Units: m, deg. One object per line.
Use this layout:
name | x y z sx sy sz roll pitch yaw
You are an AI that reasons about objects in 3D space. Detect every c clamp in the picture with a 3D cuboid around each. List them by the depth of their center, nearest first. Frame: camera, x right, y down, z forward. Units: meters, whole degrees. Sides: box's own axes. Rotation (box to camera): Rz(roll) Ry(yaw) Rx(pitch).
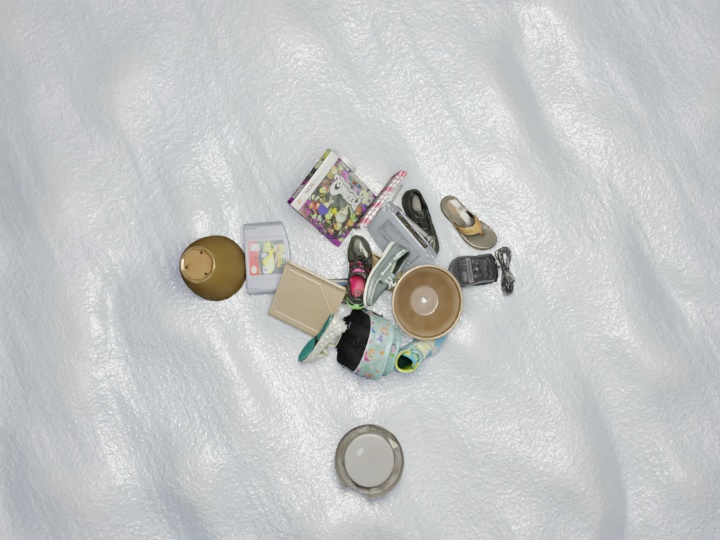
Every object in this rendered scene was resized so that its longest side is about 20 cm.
c clamp | 0.136 -0.111 1.628 0.200 0.171 0.027 45 44 3

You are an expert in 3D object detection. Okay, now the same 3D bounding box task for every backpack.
backpack | 0.025 0.202 1.584 0.147 0.200 0.182 20 87 -14

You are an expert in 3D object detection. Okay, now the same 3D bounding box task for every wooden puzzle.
wooden puzzle | -0.149 0.084 1.632 0.182 0.037 0.203 25 120 2

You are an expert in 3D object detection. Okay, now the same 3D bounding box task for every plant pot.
plant pot | -0.415 -0.012 1.595 0.181 0.200 0.192 0 87 -1
plant pot | 0.179 0.085 1.618 0.195 0.093 0.207 0 91 -2

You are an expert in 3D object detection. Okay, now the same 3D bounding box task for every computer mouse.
computer mouse | 0.336 0.006 1.668 0.194 0.053 0.143 -2 83 -11

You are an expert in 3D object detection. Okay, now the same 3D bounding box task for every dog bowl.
dog bowl | 0.024 0.527 1.642 0.194 0.059 0.206 0 87 0

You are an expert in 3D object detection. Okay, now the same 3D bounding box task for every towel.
towel | 0.055 -0.190 1.627 0.030 0.146 0.201 38 88 -6

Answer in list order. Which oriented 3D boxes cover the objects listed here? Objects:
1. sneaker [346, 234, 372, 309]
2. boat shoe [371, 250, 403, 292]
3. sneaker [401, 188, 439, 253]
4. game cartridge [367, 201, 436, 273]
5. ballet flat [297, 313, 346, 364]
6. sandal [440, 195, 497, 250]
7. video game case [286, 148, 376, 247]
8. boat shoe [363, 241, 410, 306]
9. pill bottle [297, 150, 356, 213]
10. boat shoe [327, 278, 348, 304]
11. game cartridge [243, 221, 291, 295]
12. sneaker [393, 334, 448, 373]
sneaker | 0.000 0.000 1.579 0.075 0.084 0.206 1 76 -7
boat shoe | 0.050 -0.003 1.658 0.198 0.063 0.074 35 92 2
sneaker | 0.171 -0.135 1.651 0.074 0.091 0.204 -23 89 -7
game cartridge | 0.109 -0.082 1.633 0.201 0.133 0.040 49 46 -1
ballet flat | -0.102 0.203 1.619 0.071 0.072 0.201 40 121 2
sandal | 0.307 -0.138 1.665 0.081 0.055 0.201 -40 85 -5
video game case | -0.074 -0.192 1.586 0.182 0.036 0.200 -51 125 -3
boat shoe | 0.071 0.013 1.568 0.061 0.073 0.202 18 64 24
pill bottle | -0.100 -0.231 1.645 0.110 0.111 0.202 34 88 1
boat shoe | -0.059 0.060 1.660 0.194 0.072 0.075 1 92 10
game cartridge | -0.264 -0.036 1.677 0.129 0.041 0.206 -4 88 -4
sneaker | 0.170 0.220 1.617 0.199 0.131 0.080 -39 87 -2
